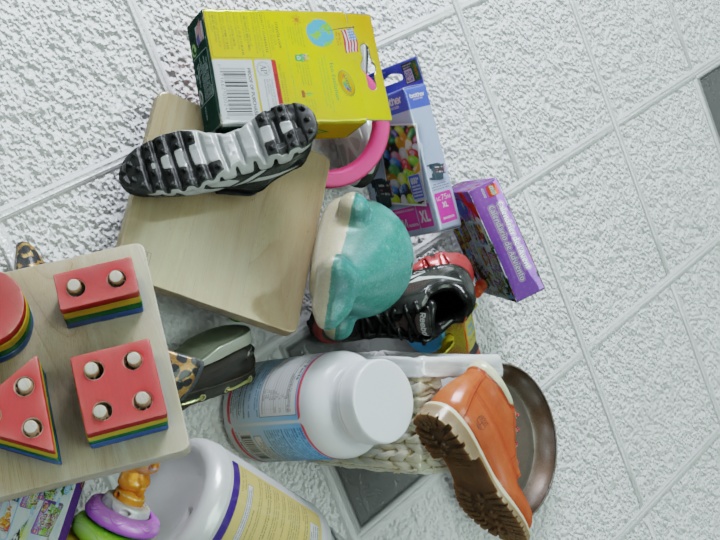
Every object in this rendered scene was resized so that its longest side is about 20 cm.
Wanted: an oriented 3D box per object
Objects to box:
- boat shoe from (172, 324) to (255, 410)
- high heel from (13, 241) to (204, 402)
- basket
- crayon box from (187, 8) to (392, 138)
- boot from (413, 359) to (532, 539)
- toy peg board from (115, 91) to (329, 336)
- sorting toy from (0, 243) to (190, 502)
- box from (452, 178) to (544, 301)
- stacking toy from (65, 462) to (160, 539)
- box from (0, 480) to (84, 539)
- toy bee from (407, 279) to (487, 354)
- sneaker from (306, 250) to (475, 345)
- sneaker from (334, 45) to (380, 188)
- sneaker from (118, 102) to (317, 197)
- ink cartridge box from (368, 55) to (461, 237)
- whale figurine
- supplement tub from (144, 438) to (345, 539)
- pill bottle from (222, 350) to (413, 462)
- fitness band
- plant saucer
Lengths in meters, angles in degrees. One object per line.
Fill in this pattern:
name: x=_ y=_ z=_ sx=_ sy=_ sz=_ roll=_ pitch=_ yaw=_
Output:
boat shoe: x=-0.189 y=0.116 z=1.295 sx=0.200 sy=0.072 sz=0.061 roll=-22 pitch=113 yaw=-31
high heel: x=-0.235 y=0.045 z=1.214 sx=0.071 sy=0.142 sz=0.201 roll=37 pitch=29 yaw=-81
basket: x=0.042 y=0.152 z=1.429 sx=0.135 sy=0.199 sz=0.125 roll=2 pitch=88 yaw=-42
crayon box: x=-0.073 y=-0.202 z=1.365 sx=0.199 sy=0.051 sz=0.128 roll=-4 pitch=77 yaw=-28
boot: x=0.139 y=0.188 z=1.345 sx=0.107 sy=0.075 sz=0.201 roll=-48 pitch=122 yaw=-35
toy peg board: x=-0.155 y=-0.047 z=1.363 sx=0.198 sy=0.098 sz=0.201 roll=20 pitch=67 yaw=-23
sorting toy: x=-0.266 y=0.079 z=1.130 sx=0.197 sy=0.070 sz=0.201 roll=-13 pitch=69 yaw=-10
box: x=0.152 y=-0.038 z=1.558 sx=0.039 sy=0.200 sz=0.138 roll=-25 pitch=96 yaw=-5
stacking toy: x=-0.223 y=0.238 z=1.171 sx=0.109 sy=0.116 sz=0.201 roll=21 pitch=95 yaw=-37
box: x=-0.328 y=0.244 z=1.116 sx=0.136 sy=0.039 sz=0.201 roll=15 pitch=68 yaw=2
toy bee: x=0.105 y=0.057 z=1.549 sx=0.200 sy=0.108 sz=0.131 roll=55 pitch=34 yaw=-34
sneaker: x=0.040 y=0.043 z=1.457 sx=0.199 sy=0.098 sz=0.071 roll=-17 pitch=125 yaw=-4
sneaker: x=-0.046 y=-0.192 z=1.503 sx=0.115 sy=0.076 sz=0.202 roll=-4 pitch=82 yaw=-31
sneaker: x=-0.136 y=-0.102 z=1.292 sx=0.199 sy=0.091 sz=0.067 roll=-17 pitch=68 yaw=-7
ink cartridge box: x=0.046 y=-0.138 z=1.531 sx=0.042 sy=0.119 sz=0.202 roll=-15 pitch=93 yaw=-34
whale figurine: x=0.000 y=0.000 z=1.351 sx=0.200 sy=0.103 sz=0.160 roll=-66 pitch=165 yaw=-74
supplement tub: x=-0.118 y=0.271 z=1.287 sx=0.200 sy=0.145 sz=0.146 roll=39 pitch=58 yaw=-31
pill bottle: x=-0.043 y=0.140 z=1.343 sx=0.108 sy=0.199 sz=0.110 roll=9 pitch=77 yaw=-42
fitness band: x=-0.061 y=-0.176 z=1.442 sx=0.199 sy=0.037 sz=0.144 roll=28 pitch=86 yaw=-16
plant saucer: x=0.174 y=0.219 z=1.650 sx=0.199 sy=0.032 sz=0.202 roll=10 pitch=75 yaw=-41
